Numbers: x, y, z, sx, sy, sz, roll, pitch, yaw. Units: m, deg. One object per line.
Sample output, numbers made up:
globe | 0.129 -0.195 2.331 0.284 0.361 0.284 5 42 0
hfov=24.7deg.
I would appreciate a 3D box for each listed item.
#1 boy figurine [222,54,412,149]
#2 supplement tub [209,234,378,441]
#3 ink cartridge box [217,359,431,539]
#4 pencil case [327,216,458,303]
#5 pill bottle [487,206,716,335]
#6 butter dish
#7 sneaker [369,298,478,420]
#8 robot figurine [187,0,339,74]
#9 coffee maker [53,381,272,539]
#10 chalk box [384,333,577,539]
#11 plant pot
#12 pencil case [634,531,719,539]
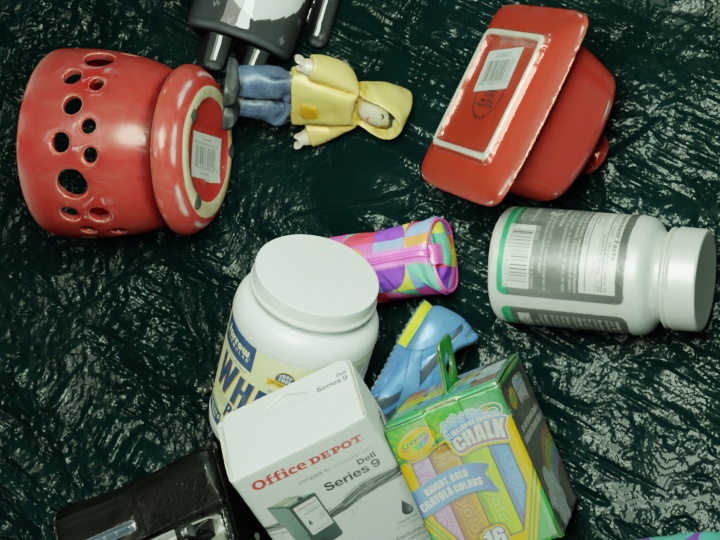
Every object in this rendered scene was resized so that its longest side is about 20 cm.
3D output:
boy figurine | -0.045 -0.172 1.718 0.197 0.125 0.065 7 48 -5
supplement tub | -0.063 0.082 1.608 0.144 0.144 0.202 36 130 25
ink cartridge box | -0.028 0.201 1.562 0.145 0.201 0.084 -27 39 6
pencil case | 0.000 0.000 1.673 0.198 0.088 0.090 -11 75 20
pill bottle | 0.229 0.002 1.557 0.198 0.113 0.115 6 82 24
butter dish | 0.177 -0.142 1.600 0.201 0.147 0.200 -64 23 1
sneaker | 0.047 0.131 1.637 0.078 0.066 0.201 31 99 6
robot figurine | -0.112 -0.300 1.759 0.124 0.150 0.202 17 86 38
coffee maker | -0.203 0.253 1.700 0.198 0.135 0.194 -23 48 16
chalk box | 0.105 0.160 1.538 0.123 0.124 0.202 -23 92 17
plant pot | -0.241 -0.134 1.746 0.180 0.200 0.203 1 80 17
pencil case | 0.259 0.293 1.499 0.198 0.085 0.093 -13 45 21
